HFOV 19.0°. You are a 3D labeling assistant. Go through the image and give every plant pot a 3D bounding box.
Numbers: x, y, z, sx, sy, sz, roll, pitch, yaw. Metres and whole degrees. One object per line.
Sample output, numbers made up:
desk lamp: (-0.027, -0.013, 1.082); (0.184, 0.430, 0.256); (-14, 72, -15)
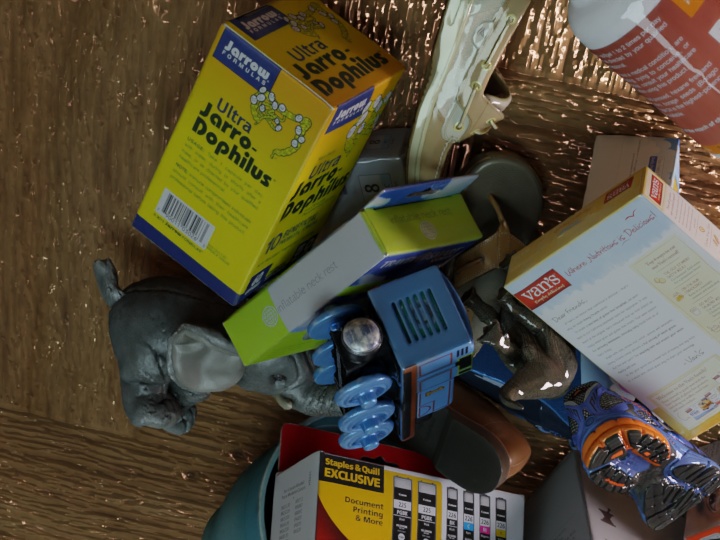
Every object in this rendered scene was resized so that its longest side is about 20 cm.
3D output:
plant pot: (-0.043, 0.239, 1.886); (0.200, 0.200, 0.188); (36, 148, -16)

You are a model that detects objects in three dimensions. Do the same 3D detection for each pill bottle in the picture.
pill bottle: (0.218, -0.177, 1.501); (0.200, 0.112, 0.112); (38, 129, -18)

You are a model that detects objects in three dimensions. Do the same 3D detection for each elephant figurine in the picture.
elephant figurine: (-0.100, 0.056, 1.766); (0.200, 0.142, 0.155); (-13, 159, 36)

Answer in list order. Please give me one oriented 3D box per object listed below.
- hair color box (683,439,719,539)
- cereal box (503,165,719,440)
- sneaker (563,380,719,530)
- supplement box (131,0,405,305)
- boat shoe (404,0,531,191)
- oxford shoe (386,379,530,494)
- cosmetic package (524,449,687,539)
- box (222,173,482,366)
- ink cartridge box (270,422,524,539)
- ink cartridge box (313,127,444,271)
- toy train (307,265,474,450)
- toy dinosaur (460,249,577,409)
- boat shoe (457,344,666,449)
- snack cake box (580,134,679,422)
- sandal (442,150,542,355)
hair color box: (0.368, 0.168, 1.762); (0.200, 0.111, 0.064); (-28, 118, 32)
cereal box: (0.224, 0.027, 1.570); (0.200, 0.040, 0.144); (40, 130, -19)
sneaker: (0.217, 0.136, 1.651); (0.075, 0.079, 0.200); (-35, 144, 10)
supplement box: (-0.071, -0.093, 1.617); (0.109, 0.109, 0.200); (38, 126, 13)
boat shoe: (0.080, -0.134, 1.598); (0.066, 0.074, 0.200); (16, 128, 2)
oxford shoe: (0.058, 0.111, 1.802); (0.200, 0.071, 0.071); (40, 124, 22)
cosmetic package: (0.208, 0.295, 1.824); (0.165, 0.200, 0.165); (28, 119, -21)
box: (0.000, 0.000, 1.648); (0.200, 0.122, 0.048); (-38, 74, 38)
ink cartridge box: (0.031, 0.216, 1.773); (0.200, 0.176, 0.084); (14, 155, -27)
ink cartridge box: (-0.040, -0.033, 1.738); (0.200, 0.047, 0.160); (-4, 129, 16)
toy train: (0.026, 0.072, 1.637); (0.114, 0.087, 0.200); (-20, 159, -6)
toy dinosaur: (0.131, 0.052, 1.618); (0.102, 0.200, 0.077); (40, 100, -20)
boat shoe: (0.164, 0.096, 1.787); (0.200, 0.084, 0.069); (31, 161, 12)
snack cake box: (0.209, 0.009, 1.663); (0.067, 0.115, 0.200); (3, 131, 12)
sandal: (0.098, -0.001, 1.696); (0.080, 0.054, 0.200); (5, 119, -23)
